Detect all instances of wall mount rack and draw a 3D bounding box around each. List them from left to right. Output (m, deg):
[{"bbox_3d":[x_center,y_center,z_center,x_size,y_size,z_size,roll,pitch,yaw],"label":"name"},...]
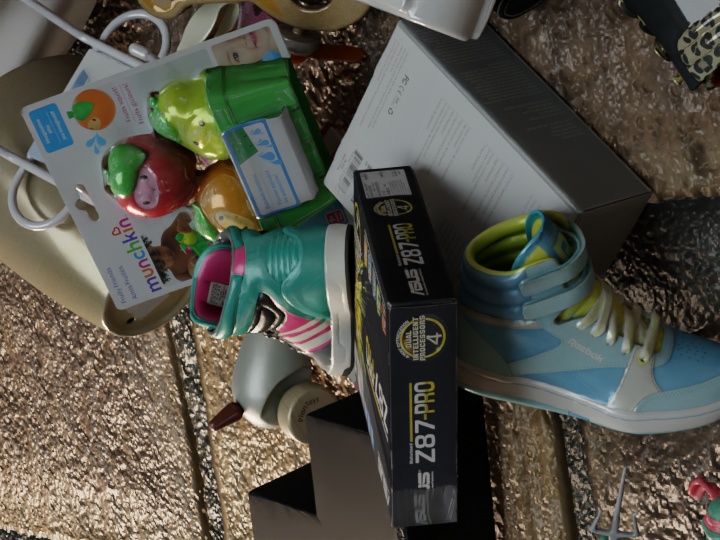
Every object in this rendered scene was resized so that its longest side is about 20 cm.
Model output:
[{"bbox_3d":[-0.245,-0.141,1.452,0.173,0.075,0.200,27,81,24],"label":"wall mount rack"}]

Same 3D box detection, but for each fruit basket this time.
[{"bbox_3d":[-0.123,-0.072,1.375,0.094,0.199,0.186,-110,-1,-61],"label":"fruit basket"}]

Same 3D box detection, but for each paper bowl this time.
[{"bbox_3d":[-0.294,-0.228,1.574,0.104,0.201,0.201,33,131,1],"label":"paper bowl"}]

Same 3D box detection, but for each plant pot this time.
[{"bbox_3d":[-0.224,-0.044,1.540,0.200,0.187,0.188,49,134,31],"label":"plant pot"}]

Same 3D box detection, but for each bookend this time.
[{"bbox_3d":[-0.001,0.173,1.424,0.200,0.092,0.200,10,113,46],"label":"bookend"}]

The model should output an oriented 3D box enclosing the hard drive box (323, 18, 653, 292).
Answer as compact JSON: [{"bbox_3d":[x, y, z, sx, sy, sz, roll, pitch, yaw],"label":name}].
[{"bbox_3d":[0.083,-0.057,1.289,0.200,0.077,0.156,50,134,26],"label":"hard drive box"}]

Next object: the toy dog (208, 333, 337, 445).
[{"bbox_3d":[-0.089,0.051,1.483,0.132,0.096,0.201,-15,94,60],"label":"toy dog"}]

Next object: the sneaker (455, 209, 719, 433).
[{"bbox_3d":[0.150,0.028,1.172,0.199,0.080,0.131,7,129,7],"label":"sneaker"}]

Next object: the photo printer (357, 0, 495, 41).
[{"bbox_3d":[0.060,-0.256,1.187,0.201,0.069,0.166,-69,21,8],"label":"photo printer"}]

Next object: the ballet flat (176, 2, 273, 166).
[{"bbox_3d":[-0.119,-0.165,1.483,0.069,0.071,0.200,52,135,32],"label":"ballet flat"}]

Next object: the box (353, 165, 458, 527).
[{"bbox_3d":[0.028,0.044,1.211,0.200,0.049,0.162,-105,10,-61],"label":"box"}]

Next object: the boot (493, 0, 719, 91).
[{"bbox_3d":[0.168,-0.171,1.162,0.203,0.073,0.154,-38,77,49],"label":"boot"}]

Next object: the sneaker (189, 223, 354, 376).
[{"bbox_3d":[-0.063,0.025,1.362,0.200,0.120,0.084,88,-175,-64],"label":"sneaker"}]

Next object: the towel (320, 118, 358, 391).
[{"bbox_3d":[0.000,0.000,1.443,0.200,0.023,0.144,60,139,18],"label":"towel"}]

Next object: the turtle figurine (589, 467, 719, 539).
[{"bbox_3d":[0.232,0.215,1.193,0.150,0.100,0.201,31,141,56],"label":"turtle figurine"}]

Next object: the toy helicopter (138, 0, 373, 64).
[{"bbox_3d":[-0.076,-0.209,1.384,0.199,0.079,0.133,-3,117,25],"label":"toy helicopter"}]
